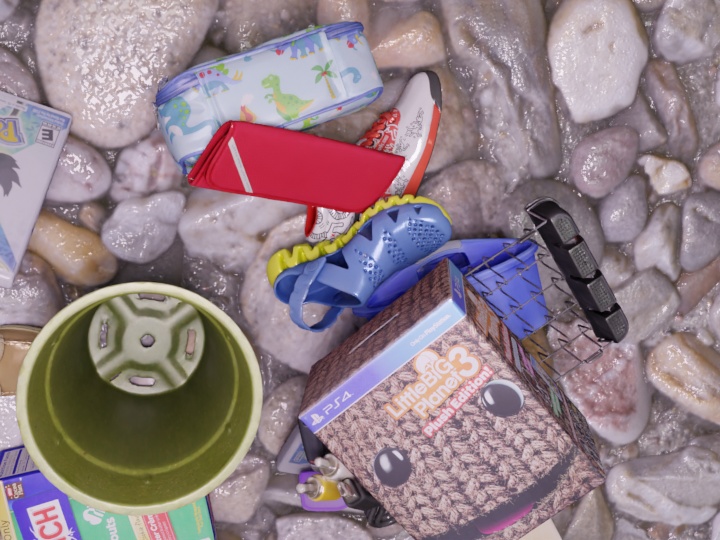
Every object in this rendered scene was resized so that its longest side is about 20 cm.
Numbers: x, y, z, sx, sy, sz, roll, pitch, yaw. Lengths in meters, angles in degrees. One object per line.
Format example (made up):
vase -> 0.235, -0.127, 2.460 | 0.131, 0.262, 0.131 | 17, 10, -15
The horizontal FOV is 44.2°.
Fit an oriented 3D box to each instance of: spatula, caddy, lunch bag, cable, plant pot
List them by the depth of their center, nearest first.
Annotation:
lunch bag -> -0.087, -0.155, 0.808 | 0.198, 0.161, 0.083 | -22, 94, -8
plant pot -> -0.199, 0.090, 0.817 | 0.198, 0.190, 0.202 | -3, 102, -12
spatula -> -0.041, 0.192, 0.882 | 0.056, 0.021, 0.201 | 0, 143, 4
cable -> 0.014, 0.211, 0.890 | 0.097, 0.200, 0.051 | -34, 63, 6
caddy -> 0.091, 0.024, 0.892 | 0.198, 0.141, 0.106 | -21, 100, -8

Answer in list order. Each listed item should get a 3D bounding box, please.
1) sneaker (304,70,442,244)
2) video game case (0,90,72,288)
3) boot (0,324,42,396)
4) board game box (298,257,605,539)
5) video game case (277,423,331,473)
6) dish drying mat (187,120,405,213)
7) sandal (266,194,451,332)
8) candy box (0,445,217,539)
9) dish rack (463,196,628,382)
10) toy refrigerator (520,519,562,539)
sneaker -> 0.007, -0.111, 0.885 | 0.107, 0.067, 0.203 | 13, 101, -17
video game case -> -0.374, -0.095, 0.769 | 0.198, 0.022, 0.184 | 18, 58, -16
boot -> -0.365, 0.101, 0.799 | 0.198, 0.155, 0.074 | 4, 101, -14
board game box -> 0.075, 0.124, 0.738 | 0.159, 0.097, 0.200 | -39, 102, 15
video game case -> 0.027, 0.170, 0.899 | 0.180, 0.022, 0.201 | 12, 141, -15
dish drying mat -> -0.050, -0.086, 0.777 | 0.199, 0.018, 0.077 | 6, 134, -43
sandal -> 0.000, 0.000, 0.844 | 0.199, 0.088, 0.079 | -28, 131, 21
candy box -> -0.253, 0.252, 0.898 | 0.198, 0.077, 0.171 | -11, 105, -9
dish rack -> 0.137, 0.047, 0.807 | 0.199, 0.055, 0.154 | -34, 103, -3
toy refrigerator -> 0.211, 0.352, 1.025 | 0.070, 0.076, 0.201 | -30, 107, -5
